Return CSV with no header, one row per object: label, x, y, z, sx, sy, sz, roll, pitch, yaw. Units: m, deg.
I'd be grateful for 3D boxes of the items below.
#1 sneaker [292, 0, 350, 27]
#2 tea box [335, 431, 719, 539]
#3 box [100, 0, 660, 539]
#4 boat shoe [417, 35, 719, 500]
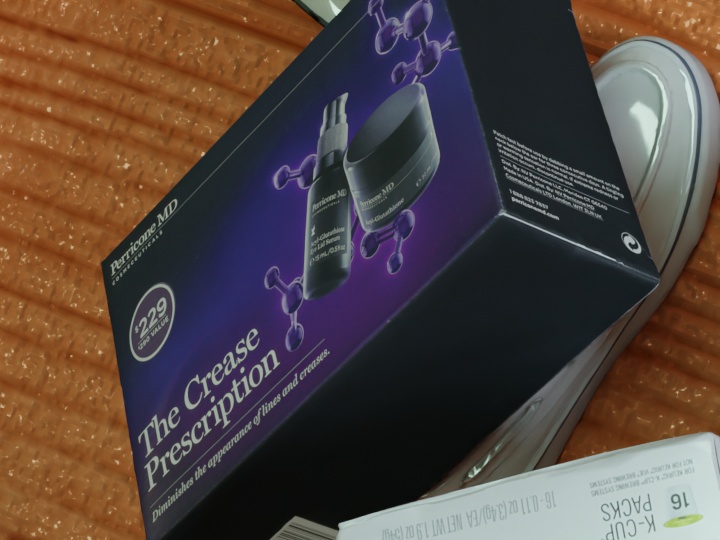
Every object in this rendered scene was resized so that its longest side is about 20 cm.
sneaker,-0.021,-0.157,1.155,0.200,0.077,0.085,43,93,14
tea box,0.101,0.173,0.957,0.133,0.200,0.198,-16,73,20
box,0.000,0.000,1.049,0.200,0.079,0.142,-44,39,31
boat shoe,0.069,0.004,1.079,0.073,0.065,0.201,23,90,26
